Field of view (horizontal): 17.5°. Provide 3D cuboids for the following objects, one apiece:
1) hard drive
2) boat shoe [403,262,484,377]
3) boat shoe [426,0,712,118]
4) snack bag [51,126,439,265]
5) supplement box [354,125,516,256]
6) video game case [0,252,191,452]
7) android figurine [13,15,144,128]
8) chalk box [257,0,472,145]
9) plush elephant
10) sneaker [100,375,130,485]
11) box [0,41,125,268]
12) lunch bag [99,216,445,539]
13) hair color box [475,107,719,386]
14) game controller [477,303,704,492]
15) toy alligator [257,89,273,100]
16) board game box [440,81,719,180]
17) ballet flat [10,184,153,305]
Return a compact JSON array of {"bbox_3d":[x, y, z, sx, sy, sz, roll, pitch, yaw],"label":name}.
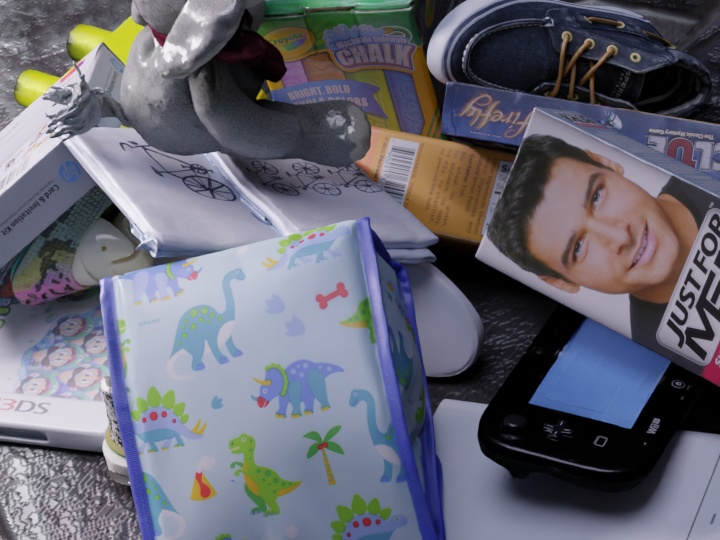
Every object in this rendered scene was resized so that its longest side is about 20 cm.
[{"bbox_3d":[0.116,0.137,1.333,0.199,0.027,0.132,5,45,27],"label":"hard drive"},{"bbox_3d":[0.000,0.000,1.491,0.199,0.072,0.068,27,23,20],"label":"boat shoe"},{"bbox_3d":[0.144,-0.139,1.554,0.199,0.071,0.091,-5,30,-38],"label":"boat shoe"},{"bbox_3d":[-0.076,-0.054,1.448,0.199,0.022,0.189,1,26,-30],"label":"snack bag"},{"bbox_3d":[0.085,-0.042,1.503,0.199,0.066,0.069,16,87,32],"label":"supplement box"},{"bbox_3d":[-0.206,0.036,1.572,0.181,0.024,0.200,4,44,24],"label":"video game case"},{"bbox_3d":[-0.163,-0.134,1.742,0.199,0.041,0.182,20,52,39],"label":"android figurine"},{"bbox_3d":[0.003,-0.172,1.594,0.123,0.201,0.125,-1,42,20],"label":"chalk box"},{"bbox_3d":[-0.091,-0.155,1.415,0.199,0.155,0.165,-12,57,-30],"label":"plush elephant"},{"bbox_3d":[-0.100,0.043,1.473,0.077,0.089,0.200,9,45,28],"label":"sneaker"},{"bbox_3d":[-0.230,-0.064,1.590,0.156,0.041,0.200,-39,18,15],"label":"box"},{"bbox_3d":[-0.045,0.092,1.338,0.169,0.127,0.201,-14,67,11],"label":"lunch bag"},{"bbox_3d":[0.175,-0.010,1.351,0.199,0.099,0.061,29,15,28],"label":"hair color box"},{"bbox_3d":[0.145,0.064,1.362,0.104,0.042,0.200,5,30,24],"label":"game controller"},{"bbox_3d":[-0.089,-0.064,1.611,0.054,0.059,0.200,-18,31,31],"label":"toy alligator"},{"bbox_3d":[0.164,-0.081,1.472,0.199,0.135,0.035,11,91,20],"label":"board game box"},{"bbox_3d":[-0.147,-0.043,1.550,0.071,0.069,0.200,39,83,27],"label":"ballet flat"}]
